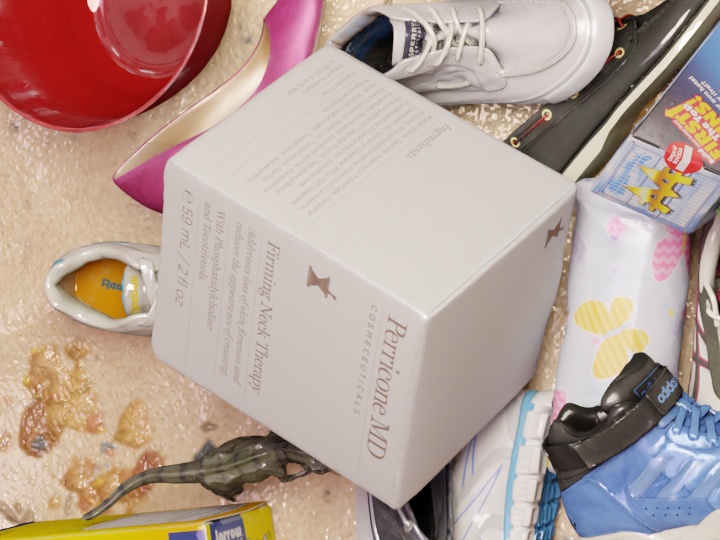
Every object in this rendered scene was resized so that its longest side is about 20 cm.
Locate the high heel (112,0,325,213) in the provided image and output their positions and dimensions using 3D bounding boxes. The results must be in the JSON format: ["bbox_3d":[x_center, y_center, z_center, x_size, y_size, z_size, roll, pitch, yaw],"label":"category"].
[{"bbox_3d":[-0.093,-0.126,1.595,0.095,0.067,0.201,19,114,-14],"label":"high heel"}]

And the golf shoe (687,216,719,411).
[{"bbox_3d":[0.231,0.046,1.447,0.077,0.088,0.202,-5,74,19],"label":"golf shoe"}]

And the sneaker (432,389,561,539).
[{"bbox_3d":[0.083,0.171,1.555,0.086,0.075,0.202,11,89,28],"label":"sneaker"}]

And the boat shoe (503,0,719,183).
[{"bbox_3d":[0.167,-0.130,1.495,0.063,0.074,0.202,45,112,11],"label":"boat shoe"}]

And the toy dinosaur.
[{"bbox_3d":[-0.087,0.135,1.607,0.199,0.088,0.048,-16,87,23],"label":"toy dinosaur"}]

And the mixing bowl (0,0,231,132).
[{"bbox_3d":[-0.163,-0.190,1.607,0.199,0.108,0.202,-1,88,26],"label":"mixing bowl"}]

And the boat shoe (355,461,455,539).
[{"bbox_3d":[0.027,0.095,1.536,0.068,0.071,0.202,-38,49,50],"label":"boat shoe"}]

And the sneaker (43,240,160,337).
[{"bbox_3d":[-0.121,0.019,1.620,0.198,0.081,0.077,1,91,21],"label":"sneaker"}]

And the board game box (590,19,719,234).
[{"bbox_3d":[0.243,-0.066,1.402,0.200,0.199,0.062,49,144,13],"label":"board game box"}]

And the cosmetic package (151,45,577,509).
[{"bbox_3d":[0.000,0.000,1.459,0.199,0.166,0.168,30,136,23],"label":"cosmetic package"}]

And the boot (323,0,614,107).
[{"bbox_3d":[0.062,-0.138,1.484,0.199,0.095,0.074,-11,79,52],"label":"boot"}]

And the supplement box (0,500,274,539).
[{"bbox_3d":[-0.166,0.228,1.633,0.198,0.109,0.111,-7,90,23],"label":"supplement box"}]

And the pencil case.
[{"bbox_3d":[0.167,0.038,1.491,0.082,0.091,0.202,7,93,17],"label":"pencil case"}]

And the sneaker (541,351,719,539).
[{"bbox_3d":[0.200,0.097,1.390,0.199,0.077,0.112,-21,100,32],"label":"sneaker"}]
